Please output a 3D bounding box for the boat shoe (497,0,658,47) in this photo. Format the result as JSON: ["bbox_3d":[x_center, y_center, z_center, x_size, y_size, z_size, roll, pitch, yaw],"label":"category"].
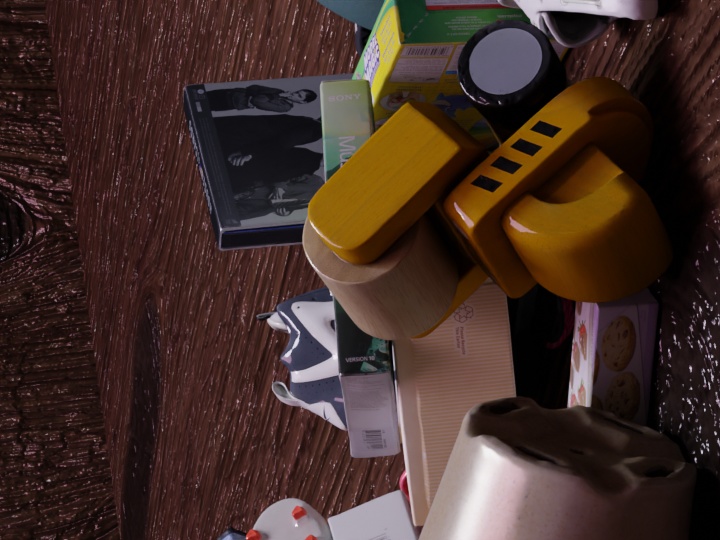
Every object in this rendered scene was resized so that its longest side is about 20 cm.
[{"bbox_3d":[0.117,-0.162,1.524,0.200,0.073,0.067,174,95,-76],"label":"boat shoe"}]

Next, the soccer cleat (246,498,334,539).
[{"bbox_3d":[-0.027,0.239,1.720,0.078,0.069,0.200,50,-164,-47],"label":"soccer cleat"}]

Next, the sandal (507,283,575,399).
[{"bbox_3d":[0.115,0.019,1.673,0.200,0.045,0.075,81,-176,-62],"label":"sandal"}]

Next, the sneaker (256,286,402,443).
[{"bbox_3d":[-0.004,0.017,1.853,0.079,0.129,0.199,55,-132,-71],"label":"sneaker"}]

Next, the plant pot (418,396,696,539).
[{"bbox_3d":[0.105,0.178,1.476,0.200,0.200,0.184,-128,48,-67],"label":"plant pot"}]

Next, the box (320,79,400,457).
[{"bbox_3d":[0.000,0.000,1.652,0.144,0.036,0.200,83,-179,-66],"label":"box"}]

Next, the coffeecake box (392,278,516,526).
[{"bbox_3d":[0.058,0.050,1.669,0.200,0.073,0.154,-92,-4,-71],"label":"coffeecake box"}]

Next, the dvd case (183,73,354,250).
[{"bbox_3d":[-0.013,-0.080,1.818,0.025,0.200,0.150,98,163,-44],"label":"dvd case"}]

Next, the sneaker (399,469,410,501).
[{"bbox_3d":[0.067,0.128,1.779,0.200,0.090,0.078,-120,28,-65],"label":"sneaker"}]

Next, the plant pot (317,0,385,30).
[{"bbox_3d":[0.011,-0.244,1.696,0.200,0.135,0.200,9,101,56],"label":"plant pot"}]

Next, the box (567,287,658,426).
[{"bbox_3d":[0.145,0.102,1.553,0.039,0.041,0.200,-120,31,-62],"label":"box"}]

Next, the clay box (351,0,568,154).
[{"bbox_3d":[0.056,-0.121,1.705,0.200,0.115,0.048,119,146,-65],"label":"clay box"}]

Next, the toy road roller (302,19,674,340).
[{"bbox_3d":[0.083,-0.028,1.475,0.146,0.200,0.123,45,176,32],"label":"toy road roller"}]

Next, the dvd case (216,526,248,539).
[{"bbox_3d":[-0.021,0.273,1.770,0.018,0.143,0.200,-42,45,25],"label":"dvd case"}]

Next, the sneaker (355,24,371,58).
[{"bbox_3d":[0.042,-0.239,1.858,0.083,0.072,0.200,-99,21,-61],"label":"sneaker"}]

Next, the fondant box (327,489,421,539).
[{"bbox_3d":[0.048,0.265,1.738,0.144,0.058,0.200,-109,-5,-52],"label":"fondant box"}]
